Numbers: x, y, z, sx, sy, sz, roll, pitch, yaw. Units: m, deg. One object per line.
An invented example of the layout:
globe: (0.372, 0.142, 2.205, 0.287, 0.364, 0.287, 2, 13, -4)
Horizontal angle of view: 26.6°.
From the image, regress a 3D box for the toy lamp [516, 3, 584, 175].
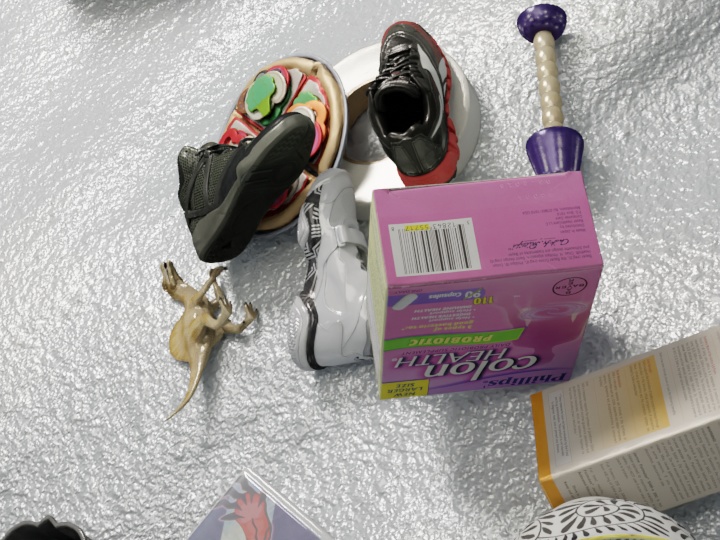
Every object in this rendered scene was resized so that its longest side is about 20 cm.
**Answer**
toy lamp: (0.183, -0.166, 1.481, 0.058, 0.058, 0.200, -15, 55, 19)

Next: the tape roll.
tape roll: (0.023, -0.146, 1.561, 0.203, 0.037, 0.203, -12, 59, 20)

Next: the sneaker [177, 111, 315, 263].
sneaker: (-0.123, -0.108, 1.513, 0.199, 0.076, 0.114, -50, 59, 40)

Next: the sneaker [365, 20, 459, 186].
sneaker: (0.047, -0.176, 1.483, 0.071, 0.098, 0.201, -18, 55, 18)

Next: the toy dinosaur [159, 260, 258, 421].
toy dinosaur: (-0.157, 0.062, 1.534, 0.101, 0.058, 0.200, -35, 44, 23)

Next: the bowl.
bowl: (0.185, 0.239, 1.183, 0.201, 0.201, 0.094, -21, 36, 15)

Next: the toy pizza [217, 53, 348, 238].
toy pizza: (-0.091, -0.132, 1.572, 0.200, 0.032, 0.200, -18, 63, 40)

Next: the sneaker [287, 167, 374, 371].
sneaker: (0.000, 0.000, 1.459, 0.115, 0.075, 0.200, 2, 77, 25)

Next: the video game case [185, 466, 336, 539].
video game case: (-0.095, 0.301, 1.376, 0.200, 0.023, 0.182, 34, 81, 37)

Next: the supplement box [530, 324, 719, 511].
supplement box: (0.246, 0.128, 1.242, 0.200, 0.074, 0.126, -22, 26, 15)

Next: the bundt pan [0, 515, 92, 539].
bundt pan: (-0.286, 0.334, 1.408, 0.202, 0.076, 0.202, -18, 57, 30)

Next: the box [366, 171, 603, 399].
box: (0.098, 0.017, 1.295, 0.176, 0.200, 0.097, -5, 60, -5)
